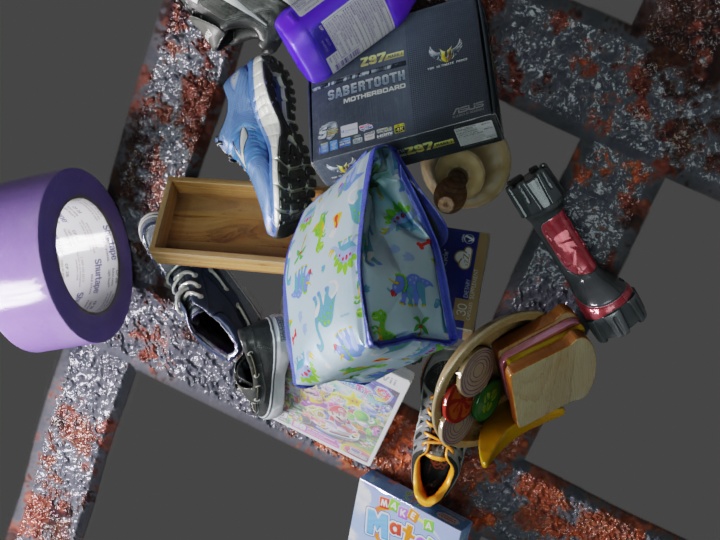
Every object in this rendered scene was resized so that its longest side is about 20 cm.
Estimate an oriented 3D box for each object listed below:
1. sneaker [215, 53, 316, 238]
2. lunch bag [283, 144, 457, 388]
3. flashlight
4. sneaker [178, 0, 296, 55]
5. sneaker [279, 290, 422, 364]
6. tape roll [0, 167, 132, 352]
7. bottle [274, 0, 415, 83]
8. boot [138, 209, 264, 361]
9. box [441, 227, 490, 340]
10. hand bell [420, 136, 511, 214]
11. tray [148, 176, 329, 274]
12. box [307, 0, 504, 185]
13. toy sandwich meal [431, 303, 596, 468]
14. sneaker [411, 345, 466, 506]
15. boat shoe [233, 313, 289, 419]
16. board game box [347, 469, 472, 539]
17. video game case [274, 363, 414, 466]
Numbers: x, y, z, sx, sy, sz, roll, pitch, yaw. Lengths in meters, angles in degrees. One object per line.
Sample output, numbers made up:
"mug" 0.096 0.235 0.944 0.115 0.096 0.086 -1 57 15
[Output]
"sneaker" -0.110 -0.133 1.092 0.088 0.078 0.204 -16 80 30
"lunch bag" 0.000 0.000 0.972 0.170 0.125 0.204 -33 63 52
"flashlight" 0.235 -0.021 1.060 0.067 0.068 0.202 -30 100 21
"sneaker" -0.163 -0.290 1.055 0.197 0.066 0.092 19 88 4
"sneaker" -0.008 0.054 1.136 0.196 0.071 0.100 8 111 12
"tape roll" -0.348 -0.011 1.124 0.083 0.200 0.204 -9 106 14
"bottle" 0.010 -0.279 0.994 0.199 0.084 0.066 -37 57 0
"boot" -0.198 0.015 1.156 0.200 0.090 0.073 44 111 -4
"box" 0.039 0.002 1.092 0.196 0.033 0.123 9 65 10
"hand bell" 0.099 -0.089 0.998 0.102 0.200 0.106 4 109 11
"tray" -0.136 -0.051 1.123 0.196 0.037 0.100 4 66 12
"box" 0.043 -0.188 1.012 0.196 0.160 0.051 -12 149 16
"toy sandwich meal" 0.171 0.130 1.076 0.070 0.203 0.208 45 119 43
"sneaker" 0.099 0.187 1.153 0.077 0.077 0.204 8 108 11
"boat shoe" -0.120 0.114 1.129 0.056 0.070 0.201 -10 148 -17
"board game box" 0.050 0.372 1.215 0.149 0.036 0.204 21 110 30
"video game case" -0.027 0.149 1.150 0.141 0.018 0.201 25 139 5
